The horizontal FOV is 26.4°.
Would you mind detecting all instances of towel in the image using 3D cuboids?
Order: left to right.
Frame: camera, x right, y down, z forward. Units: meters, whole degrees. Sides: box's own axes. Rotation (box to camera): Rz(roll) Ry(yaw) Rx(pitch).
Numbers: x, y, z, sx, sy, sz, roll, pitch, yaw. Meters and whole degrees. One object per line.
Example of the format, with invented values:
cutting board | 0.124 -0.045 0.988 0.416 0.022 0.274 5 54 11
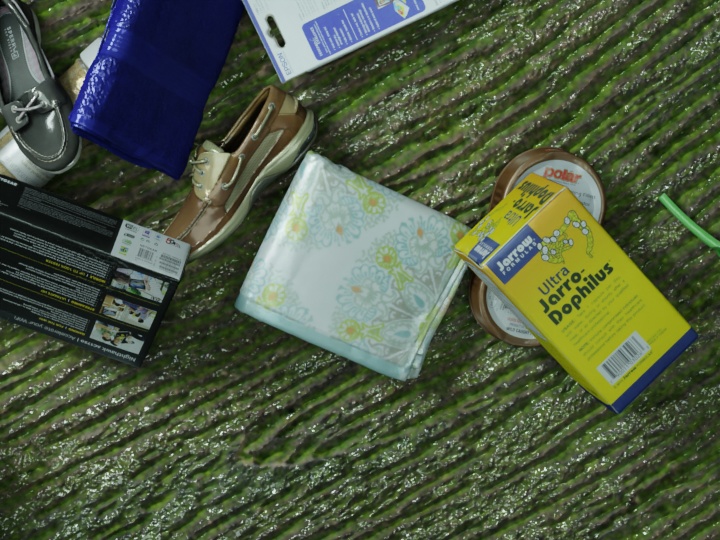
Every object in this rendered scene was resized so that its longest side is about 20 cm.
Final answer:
towel | -0.189 -0.199 1.421 0.050 0.148 0.200 16 82 35
towel | 0.000 0.000 1.492 0.200 0.048 0.171 24 94 -16

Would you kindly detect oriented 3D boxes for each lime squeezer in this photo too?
lime squeezer | 0.390 -0.024 1.523 0.200 0.038 0.071 11 97 -3

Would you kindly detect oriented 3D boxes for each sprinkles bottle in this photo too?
sprinkles bottle | -0.296 -0.132 1.465 0.200 0.068 0.068 -43 97 4

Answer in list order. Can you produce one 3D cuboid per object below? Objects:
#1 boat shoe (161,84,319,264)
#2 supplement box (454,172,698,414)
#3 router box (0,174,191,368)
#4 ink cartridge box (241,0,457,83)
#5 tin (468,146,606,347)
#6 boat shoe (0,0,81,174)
boat shoe | -0.130 -0.095 1.468 0.200 0.076 0.074 -48 118 -5
supplement box | 0.202 0.020 1.445 0.110 0.109 0.200 -44 105 -1
router box | -0.277 0.002 1.446 0.200 0.051 0.149 21 136 -9
ink cartridge box | -0.007 -0.265 1.474 0.200 0.039 0.100 -25 98 0
tin | 0.176 -0.022 1.508 0.112 0.042 0.200 12 97 -17
boat shoe | -0.315 -0.178 1.416 0.067 0.057 0.200 -29 64 11
